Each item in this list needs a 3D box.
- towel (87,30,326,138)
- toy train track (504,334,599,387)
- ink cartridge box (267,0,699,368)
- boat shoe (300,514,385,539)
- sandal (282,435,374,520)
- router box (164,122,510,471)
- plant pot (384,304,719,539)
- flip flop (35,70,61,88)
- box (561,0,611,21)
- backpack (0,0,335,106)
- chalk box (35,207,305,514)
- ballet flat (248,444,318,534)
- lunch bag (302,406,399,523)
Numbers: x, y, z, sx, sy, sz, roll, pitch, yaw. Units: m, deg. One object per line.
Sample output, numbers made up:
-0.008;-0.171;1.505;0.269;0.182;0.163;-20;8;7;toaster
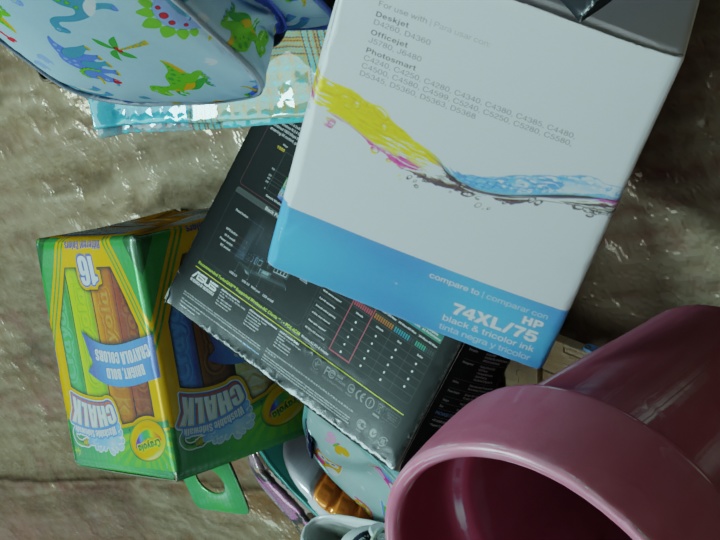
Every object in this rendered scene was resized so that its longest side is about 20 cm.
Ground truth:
-0.081;-0.146;0.942;0.198;0.022;0.148;-1;118;26;towel
0.134;0.048;0.969;0.199;0.032;0.116;22;132;32;toy train track
0.061;-0.091;0.795;0.145;0.147;0.201;21;137;3;ink cartridge box
0.009;0.187;1.033;0.067;0.073;0.200;52;158;-12;boat shoe
0.026;0.177;1.155;0.206;0.079;0.060;37;139;17;sandal
0.000;0.000;0.968;0.199;0.062;0.151;34;100;33;router box
0.140;0.117;0.841;0.199;0.179;0.201;28;139;28;plant pot
-0.187;-0.145;1.059;0.057;0.200;0.082;-28;86;11;flip flop
0.110;-0.203;0.638;0.141;0.200;0.079;48;144;6;box
-0.117;-0.169;0.805;0.199;0.148;0.183;4;154;45;backpack
-0.118;0.065;1.137;0.124;0.123;0.202;-3;99;48;chalk box
-0.009;0.185;1.224;0.200;0.069;0.071;48;162;13;ballet flat
0.046;0.120;1.054;0.200;0.077;0.161;41;161;16;lunch bag
